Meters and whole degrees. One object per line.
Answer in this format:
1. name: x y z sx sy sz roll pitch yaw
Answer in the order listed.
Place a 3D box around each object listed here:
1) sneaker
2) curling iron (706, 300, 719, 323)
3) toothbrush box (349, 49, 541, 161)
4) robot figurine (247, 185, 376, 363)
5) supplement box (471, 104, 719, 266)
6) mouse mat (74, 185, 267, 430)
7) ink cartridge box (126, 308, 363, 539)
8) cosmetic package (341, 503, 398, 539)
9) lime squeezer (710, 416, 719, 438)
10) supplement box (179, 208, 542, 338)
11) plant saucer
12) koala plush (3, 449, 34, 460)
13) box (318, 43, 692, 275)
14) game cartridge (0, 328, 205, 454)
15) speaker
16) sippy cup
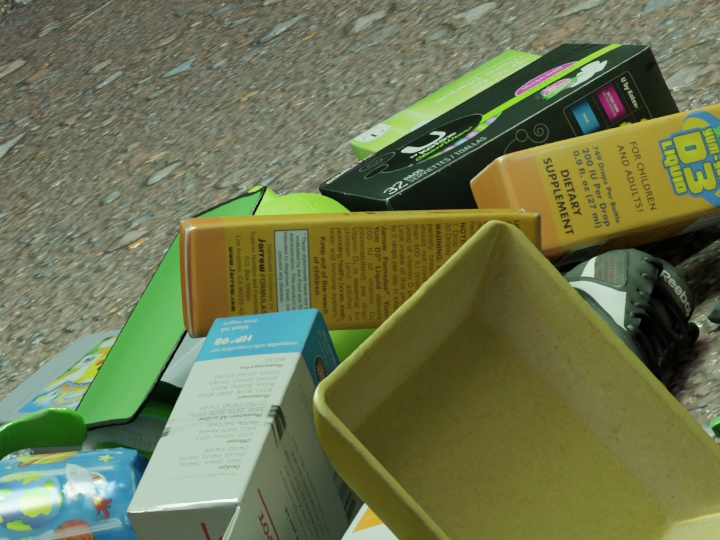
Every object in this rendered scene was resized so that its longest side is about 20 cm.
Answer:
1. sneaker: 0.147 0.036 1.619 0.098 0.071 0.200 -28 15 3
2. curling iron: 0.251 0.023 1.579 0.049 0.026 0.200 -30 16 -23
3. toothbrush box: 0.099 -0.079 2.015 0.145 0.086 0.200 -30 18 -12
4. robot figurine: -0.018 0.031 1.724 0.116 0.175 0.200 -47 49 -1
5. supplement box: 0.173 -0.054 1.723 0.199 0.067 0.069 -14 -9 -18
6. mouse mat: -0.118 0.026 1.725 0.161 0.008 0.200 -61 13 -13
7. ink cartridge box: -0.060 0.127 1.502 0.066 0.116 0.200 -4 35 21
8. cosmetic package: 0.033 0.166 1.395 0.101 0.071 0.200 -17 19 27
9. lime squeezer: 0.268 0.057 1.458 0.200 0.038 0.071 -5 58 50
10. supplement box: 0.000 0.000 1.603 0.199 0.069 0.067 -4 5 -6
11. plant saucer: 0.078 0.098 1.353 0.048 0.200 0.200 -43 -1 39
12. koala plush: -0.319 0.108 1.874 0.177 0.201 0.184 -28 16 -6
13. box: 0.102 -0.046 1.829 0.200 0.125 0.148 -31 13 -14
14. game cartridge: -0.175 0.083 2.026 0.199 0.041 0.133 -11 26 43
15. speaker: -0.098 0.113 1.728 0.088 0.089 0.200 -33 18 -23
16. sippy cup: -0.176 0.161 1.643 0.130 0.179 0.140 -13 -10 5
